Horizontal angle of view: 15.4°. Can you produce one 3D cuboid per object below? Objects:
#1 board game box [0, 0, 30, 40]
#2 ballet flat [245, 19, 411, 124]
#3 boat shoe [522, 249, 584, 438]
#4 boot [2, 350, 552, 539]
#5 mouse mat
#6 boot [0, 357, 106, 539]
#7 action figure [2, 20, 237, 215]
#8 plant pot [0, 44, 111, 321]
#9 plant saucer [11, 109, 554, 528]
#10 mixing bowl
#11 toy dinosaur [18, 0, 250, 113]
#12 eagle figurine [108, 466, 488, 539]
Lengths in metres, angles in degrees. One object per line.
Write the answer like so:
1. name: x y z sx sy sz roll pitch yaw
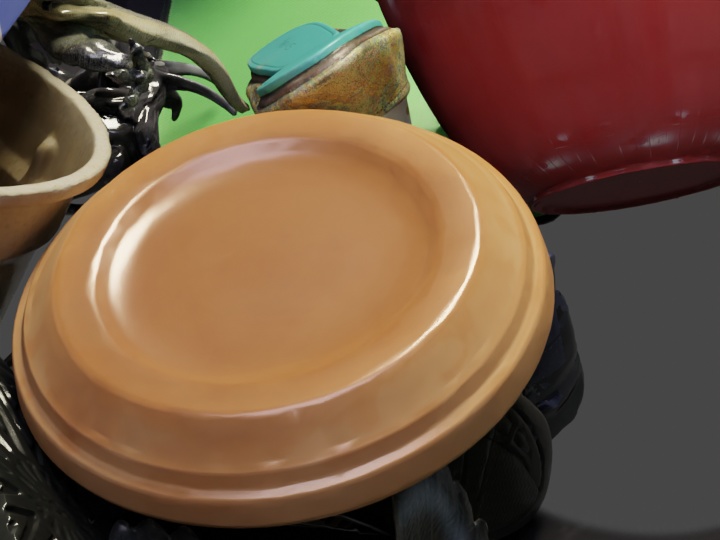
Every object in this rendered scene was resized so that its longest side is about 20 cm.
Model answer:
1. board game box: -0.185 -0.133 1.020 0.134 0.045 0.200 -2 24 9
2. ballet flat: -0.008 -0.069 1.118 0.070 0.200 0.071 -1 96 -7
3. boat shoe: 0.000 0.000 1.112 0.200 0.093 0.075 17 57 19
4. boot: -0.037 0.063 1.064 0.200 0.073 0.150 2 5 -38
5. mouse mat: -0.001 -0.083 1.232 0.199 0.008 0.161 1 53 7
6. boot: -0.164 0.131 0.928 0.158 0.079 0.211 -41 41 8
7. action figure: -0.161 -0.070 1.182 0.200 0.102 0.119 -21 38 -6
8. plant pot: -0.220 0.006 1.055 0.200 0.184 0.201 17 20 -6
9. plant saucer: -0.031 0.006 0.958 0.200 0.038 0.200 -6 43 6
10. mixing bowl: 0.110 -0.087 1.122 0.200 0.200 0.109 -10 82 -1
11. toy dinosaur: -0.123 -0.107 1.113 0.048 0.200 0.088 -64 20 6
12. eagle figurine: 0.005 0.172 0.931 0.151 0.152 0.200 -46 47 15
